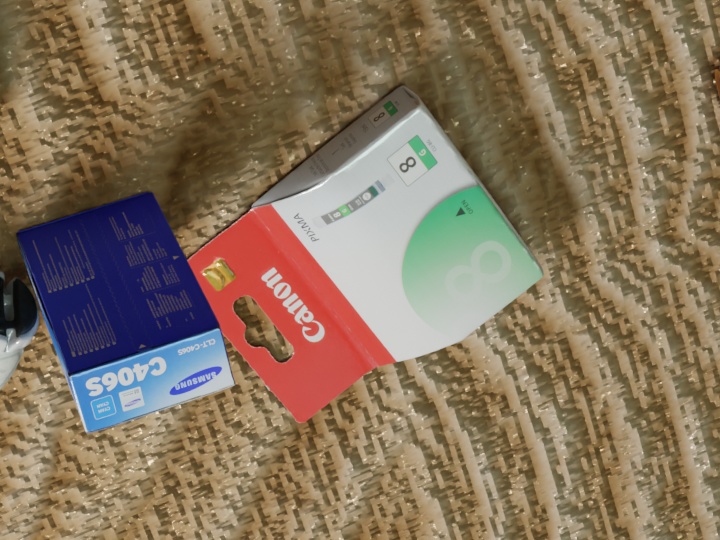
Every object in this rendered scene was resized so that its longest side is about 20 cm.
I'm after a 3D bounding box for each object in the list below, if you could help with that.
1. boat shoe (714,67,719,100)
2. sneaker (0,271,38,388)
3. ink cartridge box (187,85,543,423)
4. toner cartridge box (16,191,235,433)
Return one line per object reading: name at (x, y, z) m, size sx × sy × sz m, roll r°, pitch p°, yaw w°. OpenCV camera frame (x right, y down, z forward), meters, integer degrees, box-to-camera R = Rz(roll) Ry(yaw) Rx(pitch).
boat shoe at (0.302, -0.060, 1.639) m, size 0.070 × 0.070 × 0.201 m, roll -20°, pitch 118°, yaw -3°
sneaker at (-0.306, 0.038, 1.494) m, size 0.198 × 0.076 × 0.081 m, roll 11°, pitch 136°, yaw -14°
ink cartridge box at (0.000, 0.000, 1.586) m, size 0.200 × 0.050 × 0.161 m, roll -39°, pitch 119°, yaw 0°
toner cartridge box at (-0.147, 0.021, 1.460) m, size 0.094 × 0.200 × 0.043 m, roll -18°, pitch 120°, yaw -8°
